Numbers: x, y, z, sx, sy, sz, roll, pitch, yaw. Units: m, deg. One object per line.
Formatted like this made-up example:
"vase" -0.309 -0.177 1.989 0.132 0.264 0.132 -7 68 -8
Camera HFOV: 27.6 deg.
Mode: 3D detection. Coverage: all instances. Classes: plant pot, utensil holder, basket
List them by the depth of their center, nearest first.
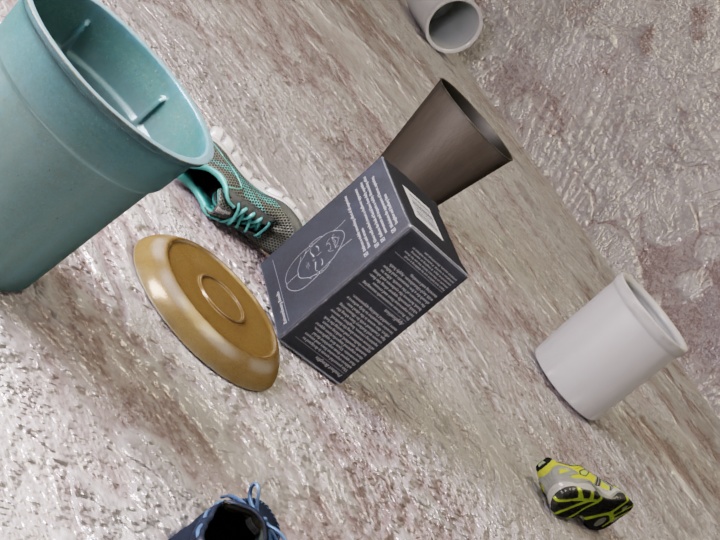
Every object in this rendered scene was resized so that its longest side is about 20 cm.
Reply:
"plant pot" -0.257 -0.100 1.184 0.200 0.196 0.200 45 16 -17
"plant pot" -0.148 0.035 1.489 0.200 0.027 0.200 44 16 -16
"basket" 0.120 -0.184 2.433 0.180 0.200 0.136 49 16 2
"utensil holder" 0.420 0.130 2.479 0.170 0.200 0.170 45 15 -16
"utensil holder" 0.232 -0.733 4.144 0.170 0.170 0.200 37 16 -37

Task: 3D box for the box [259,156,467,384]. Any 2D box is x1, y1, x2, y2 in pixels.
"box" 0.000 0.000 1.653 0.107 0.200 0.149 40 18 -33

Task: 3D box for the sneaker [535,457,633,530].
"sneaker" 0.313 0.304 2.032 0.200 0.075 0.076 32 23 -50

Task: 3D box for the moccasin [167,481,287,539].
"moccasin" -0.095 0.213 1.126 0.081 0.068 0.200 50 15 3

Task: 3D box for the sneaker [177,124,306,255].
"sneaker" -0.146 -0.075 1.711 0.200 0.078 0.091 44 31 -6
